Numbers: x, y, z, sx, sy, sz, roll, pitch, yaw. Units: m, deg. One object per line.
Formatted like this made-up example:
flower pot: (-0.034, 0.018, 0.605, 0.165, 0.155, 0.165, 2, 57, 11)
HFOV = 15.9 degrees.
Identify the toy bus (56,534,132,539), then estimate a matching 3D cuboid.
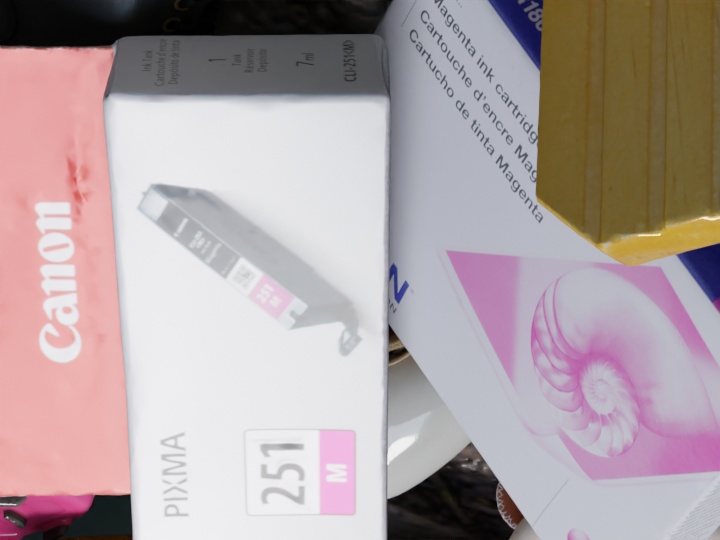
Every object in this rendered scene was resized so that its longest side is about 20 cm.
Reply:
toy bus: (-0.045, 0.151, 1.061, 0.200, 0.078, 0.065, 7, -179, 5)

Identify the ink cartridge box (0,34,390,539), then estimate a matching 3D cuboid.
ink cartridge box: (-0.077, 0.014, 0.884, 0.173, 0.044, 0.200, -1, 125, -1)

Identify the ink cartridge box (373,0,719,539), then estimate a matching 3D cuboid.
ink cartridge box: (0.072, -0.016, 0.838, 0.196, 0.043, 0.200, 55, 144, 20)

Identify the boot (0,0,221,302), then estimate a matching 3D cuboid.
boot: (-0.061, -0.066, 0.882, 0.200, 0.078, 0.138, 45, 135, -15)

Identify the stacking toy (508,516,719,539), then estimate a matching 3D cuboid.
stacking toy: (0.157, 0.118, 0.990, 0.146, 0.200, 0.146, 14, 114, 33)

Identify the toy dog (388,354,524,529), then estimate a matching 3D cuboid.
toy dog: (0.049, 0.064, 1.019, 0.200, 0.132, 0.096, 0, 121, 37)

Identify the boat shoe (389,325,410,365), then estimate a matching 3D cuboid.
boat shoe: (0.000, 0.000, 0.985, 0.200, 0.065, 0.071, -14, 136, 35)

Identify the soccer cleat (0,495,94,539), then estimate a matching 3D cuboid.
soccer cleat: (-0.198, 0.073, 1.088, 0.200, 0.086, 0.070, -7, 153, 27)

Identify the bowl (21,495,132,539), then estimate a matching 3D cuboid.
bowl: (-0.123, 0.161, 1.223, 0.200, 0.105, 0.201, 10, 145, 7)

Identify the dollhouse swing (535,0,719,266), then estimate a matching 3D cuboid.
dollhouse swing: (0.083, -0.132, 0.674, 0.200, 0.176, 0.182, -16, 135, 39)
